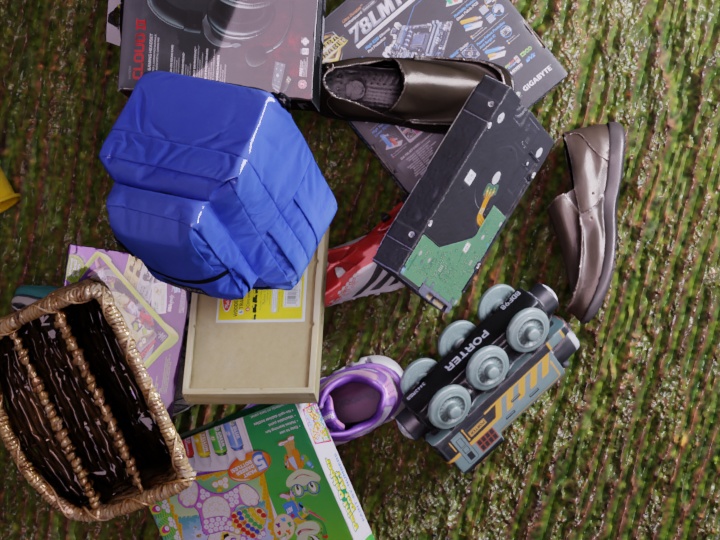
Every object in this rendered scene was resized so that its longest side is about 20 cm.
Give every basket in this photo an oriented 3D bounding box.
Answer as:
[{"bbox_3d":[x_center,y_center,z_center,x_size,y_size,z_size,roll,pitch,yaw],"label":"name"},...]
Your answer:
[{"bbox_3d":[-0.251,0.120,1.371,0.142,0.149,0.201,-25,98,-10],"label":"basket"}]

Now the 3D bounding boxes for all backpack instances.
[{"bbox_3d":[-0.127,-0.060,1.381,0.162,0.200,0.169,19,73,29],"label":"backpack"}]

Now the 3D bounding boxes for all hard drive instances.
[{"bbox_3d":[0.098,-0.068,1.457,0.038,0.140,0.201,29,87,30],"label":"hard drive"}]

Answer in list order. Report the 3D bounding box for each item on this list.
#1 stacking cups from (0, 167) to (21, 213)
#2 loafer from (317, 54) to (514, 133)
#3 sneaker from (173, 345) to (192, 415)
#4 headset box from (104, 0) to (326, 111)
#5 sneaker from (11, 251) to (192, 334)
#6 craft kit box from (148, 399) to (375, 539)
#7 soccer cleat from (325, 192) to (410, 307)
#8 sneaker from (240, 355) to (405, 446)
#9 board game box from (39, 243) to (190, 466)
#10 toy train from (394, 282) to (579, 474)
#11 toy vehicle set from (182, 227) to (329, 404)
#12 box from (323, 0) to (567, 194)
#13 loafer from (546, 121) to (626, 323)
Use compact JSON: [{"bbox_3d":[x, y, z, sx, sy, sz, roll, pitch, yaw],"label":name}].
[{"bbox_3d":[-0.402,-0.147,1.520,0.060,0.061,0.201,-27,90,-1],"label":"stacking cups"},{"bbox_3d":[0.048,-0.167,1.475,0.198,0.071,0.074,-2,91,0],"label":"loafer"},{"bbox_3d":[-0.245,0.111,1.511,0.198,0.082,0.078,-3,90,-1],"label":"sneaker"},{"bbox_3d":[-0.133,-0.228,1.422,0.198,0.077,0.150,4,88,3],"label":"headset box"},{"bbox_3d":[-0.241,0.024,1.528,0.198,0.078,0.080,-2,71,-6],"label":"sneaker"},{"bbox_3d":[-0.099,0.235,1.491,0.199,0.048,0.199,-23,96,24],"label":"craft kit box"},{"bbox_3d":[0.000,0.000,1.521,0.199,0.085,0.069,-31,48,7],"label":"soccer cleat"},{"bbox_3d":[-0.047,0.146,1.511,0.199,0.088,0.081,-25,93,2],"label":"sneaker"},{"bbox_3d":[-0.229,0.082,1.462,0.119,0.032,0.202,9,91,-16],"label":"board game box"},{"bbox_3d":[0.125,0.103,1.511,0.200,0.085,0.114,-43,126,-6],"label":"toy train"},{"bbox_3d":[-0.096,0.027,1.460,0.123,0.027,0.201,0,65,8],"label":"toy vehicle set"},{"bbox_3d":[0.067,-0.204,1.533,0.200,0.050,0.199,-40,90,0],"label":"box"},{"bbox_3d":[0.216,-0.048,1.530,0.070,0.073,0.202,6,80,3],"label":"loafer"}]
